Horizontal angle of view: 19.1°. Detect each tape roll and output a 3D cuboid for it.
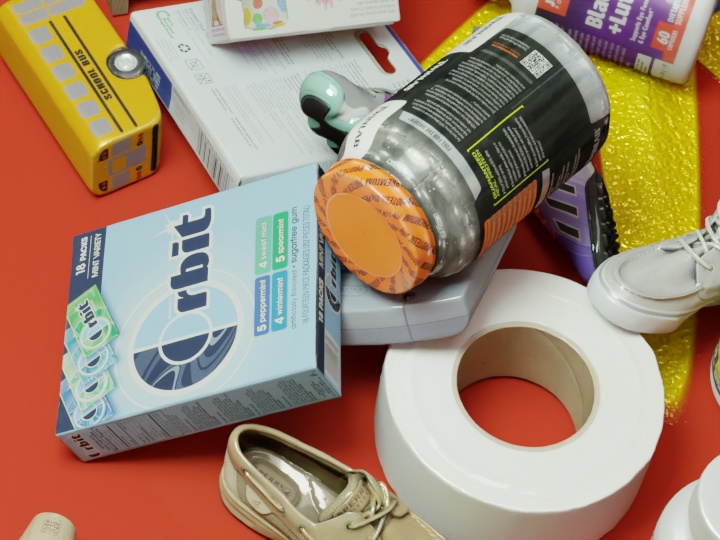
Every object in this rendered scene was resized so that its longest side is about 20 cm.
[{"bbox_3d":[0.109,0.098,1.497,0.200,0.071,0.204,4,55,-5],"label":"tape roll"}]

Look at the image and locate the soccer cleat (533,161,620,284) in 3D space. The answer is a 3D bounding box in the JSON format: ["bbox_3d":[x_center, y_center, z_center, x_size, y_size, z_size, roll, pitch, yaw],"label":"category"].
[{"bbox_3d":[0.149,-0.067,1.635,0.073,0.068,0.202,-17,59,9],"label":"soccer cleat"}]

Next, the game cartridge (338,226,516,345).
[{"bbox_3d":[0.000,0.000,1.519,0.198,0.041,0.134,2,34,26],"label":"game cartridge"}]

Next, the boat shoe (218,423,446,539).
[{"bbox_3d":[-0.007,0.170,1.431,0.199,0.065,0.071,27,55,10],"label":"boat shoe"}]

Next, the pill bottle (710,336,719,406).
[{"bbox_3d":[0.319,0.028,1.496,0.110,0.201,0.112,4,53,-5],"label":"pill bottle"}]

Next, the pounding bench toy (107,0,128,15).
[{"bbox_3d":[-0.151,-0.333,1.740,0.155,0.125,0.201,-12,56,-16],"label":"pounding bench toy"}]

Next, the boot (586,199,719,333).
[{"bbox_3d":[0.248,-0.020,1.544,0.199,0.096,0.074,-15,53,-46],"label":"boot"}]

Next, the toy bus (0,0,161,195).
[{"bbox_3d":[-0.219,-0.157,1.641,0.078,0.065,0.201,-25,62,-21],"label":"toy bus"}]

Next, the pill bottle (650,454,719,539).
[{"bbox_3d":[0.233,0.199,1.359,0.110,0.201,0.111,3,52,-5],"label":"pill bottle"}]

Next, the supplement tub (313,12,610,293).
[{"bbox_3d":[0.069,-0.079,1.460,0.122,0.123,0.200,39,57,20],"label":"supplement tub"}]

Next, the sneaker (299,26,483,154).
[{"bbox_3d":[0.048,-0.127,1.566,0.077,0.200,0.141,25,80,46],"label":"sneaker"}]

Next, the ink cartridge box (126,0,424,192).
[{"bbox_3d":[-0.052,-0.142,1.651,0.198,0.041,0.200,-14,51,-27],"label":"ink cartridge box"}]

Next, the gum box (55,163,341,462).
[{"bbox_3d":[-0.110,0.029,1.476,0.198,0.045,0.171,-15,52,19],"label":"gum box"}]

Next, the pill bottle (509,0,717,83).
[{"bbox_3d":[0.188,-0.234,1.722,0.198,0.112,0.112,20,54,7],"label":"pill bottle"}]

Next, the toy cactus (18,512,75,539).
[{"bbox_3d":[-0.223,0.220,1.360,0.198,0.103,0.166,7,43,8],"label":"toy cactus"}]

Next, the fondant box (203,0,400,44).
[{"bbox_3d":[-0.054,-0.281,1.628,0.143,0.058,0.202,-9,95,-23],"label":"fondant box"}]
